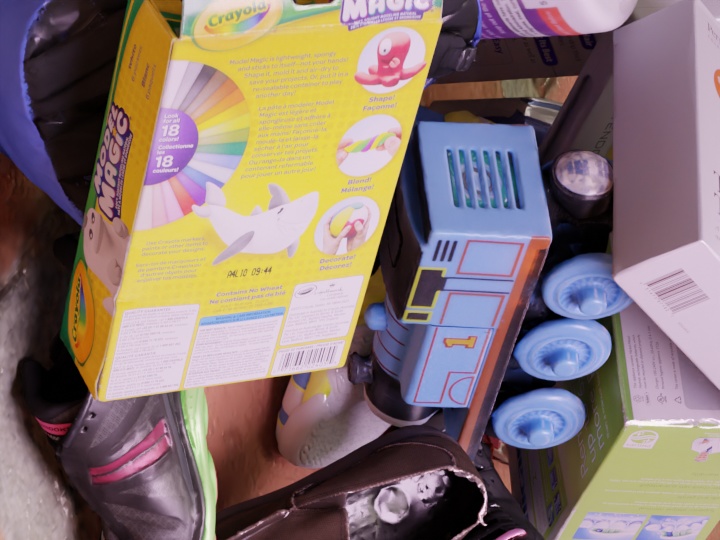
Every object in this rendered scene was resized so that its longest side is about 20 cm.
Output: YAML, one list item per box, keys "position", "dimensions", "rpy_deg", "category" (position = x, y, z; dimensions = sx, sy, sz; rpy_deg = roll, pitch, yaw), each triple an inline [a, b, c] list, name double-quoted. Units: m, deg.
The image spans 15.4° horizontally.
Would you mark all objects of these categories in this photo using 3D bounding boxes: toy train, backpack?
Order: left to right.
- position: [-0.075, -0.114, 1.100]
  dimensions: [0.200, 0.168, 0.163]
  rpy_deg: [-37, 130, -17]
  category: "backpack"
- position: [0.060, 0.013, 1.254]
  dimensions: [0.200, 0.114, 0.087]
  rpy_deg: [106, -16, -51]
  category: "toy train"

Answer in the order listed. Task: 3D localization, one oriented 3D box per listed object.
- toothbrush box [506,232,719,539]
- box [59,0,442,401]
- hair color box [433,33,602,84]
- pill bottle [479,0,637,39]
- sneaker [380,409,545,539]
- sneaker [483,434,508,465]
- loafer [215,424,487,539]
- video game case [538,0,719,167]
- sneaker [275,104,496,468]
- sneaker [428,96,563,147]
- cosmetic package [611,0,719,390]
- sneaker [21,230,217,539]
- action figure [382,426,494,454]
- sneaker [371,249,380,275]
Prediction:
- position: [0.139, 0.062, 1.364]
  dimensions: [0.200, 0.086, 0.146]
  rpy_deg: [110, -20, -58]
  category: "toothbrush box"
- position: [-0.043, -0.044, 1.024]
  dimensions: [0.117, 0.048, 0.200]
  rpy_deg: [-7, 133, -29]
  category: "box"
- position: [0.084, -0.158, 1.374]
  dimensions: [0.109, 0.199, 0.065]
  rpy_deg: [66, 34, -41]
  category: "hair color box"
- position: [0.027, -0.164, 1.258]
  dimensions: [0.111, 0.199, 0.112]
  rpy_deg: [3, 87, -64]
  category: "pill bottle"
- position: [0.049, 0.122, 1.333]
  dimensions: [0.200, 0.071, 0.099]
  rpy_deg: [-144, -151, -80]
  category: "sneaker"
- position: [0.113, 0.095, 1.589]
  dimensions: [0.200, 0.075, 0.081]
  rpy_deg: [10, 63, -51]
  category: "sneaker"
- position: [-0.024, 0.132, 1.218]
  dimensions: [0.200, 0.071, 0.073]
  rpy_deg: [-34, 103, -20]
  category: "loafer"
- position: [0.183, -0.073, 1.373]
  dimensions: [0.200, 0.182, 0.023]
  rpy_deg: [-6, 52, -30]
  category: "video game case"
- position: [0.000, 0.000, 1.361]
  dimensions: [0.200, 0.105, 0.076]
  rpy_deg: [-56, 145, 0]
  category: "sneaker"
- position: [0.104, -0.021, 1.552]
  dimensions: [0.199, 0.080, 0.115]
  rpy_deg: [39, 54, -60]
  category: "sneaker"
- position: [0.188, -0.008, 1.239]
  dimensions: [0.200, 0.052, 0.151]
  rpy_deg: [43, 35, -38]
  category: "cosmetic package"
- position: [-0.108, 0.066, 1.151]
  dimensions: [0.084, 0.077, 0.201]
  rpy_deg: [-7, 108, -26]
  category: "sneaker"
- position: [0.051, 0.125, 1.487]
  dimensions: [0.066, 0.052, 0.200]
  rpy_deg: [-71, 151, -43]
  category: "action figure"
- position: [-0.049, -0.032, 1.230]
  dimensions: [0.200, 0.089, 0.079]
  rpy_deg: [19, 72, -63]
  category: "sneaker"
